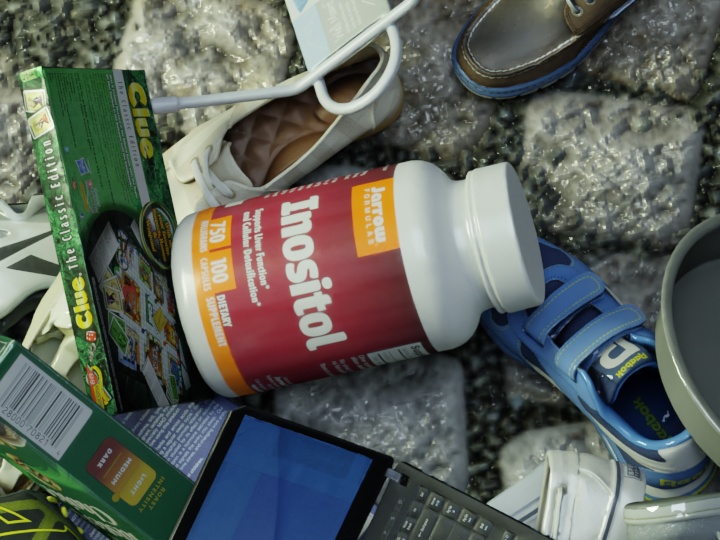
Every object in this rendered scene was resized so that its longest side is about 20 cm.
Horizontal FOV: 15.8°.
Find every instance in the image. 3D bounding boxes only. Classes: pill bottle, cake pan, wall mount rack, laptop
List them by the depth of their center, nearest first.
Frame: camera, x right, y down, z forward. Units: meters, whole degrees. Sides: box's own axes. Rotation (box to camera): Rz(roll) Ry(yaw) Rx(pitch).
[{"bbox_3d":[-0.005,0.193,1.394,0.200,0.103,0.178,27,95,16],"label":"laptop"},{"bbox_3d":[0.253,0.057,1.505,0.200,0.037,0.201,15,51,-20],"label":"cake pan"},{"bbox_3d":[0.000,0.000,1.508,0.200,0.113,0.113,-14,72,11],"label":"pill bottle"},{"bbox_3d":[-0.055,-0.168,1.578,0.174,0.075,0.200,-35,44,18],"label":"wall mount rack"}]

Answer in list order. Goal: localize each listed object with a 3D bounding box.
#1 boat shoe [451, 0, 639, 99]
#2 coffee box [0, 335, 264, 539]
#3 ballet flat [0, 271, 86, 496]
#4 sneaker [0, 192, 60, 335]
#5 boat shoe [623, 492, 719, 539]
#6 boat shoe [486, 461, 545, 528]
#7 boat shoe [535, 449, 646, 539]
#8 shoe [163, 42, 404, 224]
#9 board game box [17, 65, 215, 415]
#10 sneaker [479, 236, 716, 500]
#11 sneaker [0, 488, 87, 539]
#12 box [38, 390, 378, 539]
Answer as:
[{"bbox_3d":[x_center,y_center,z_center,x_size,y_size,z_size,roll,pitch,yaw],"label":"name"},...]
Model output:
[{"bbox_3d":[0.139,-0.184,1.606,0.200,0.072,0.072,-38,76,-11],"label":"boat shoe"},{"bbox_3d":[-0.156,0.099,1.411,0.200,0.123,0.044,42,74,-32],"label":"coffee box"},{"bbox_3d":[-0.170,0.058,1.505,0.069,0.069,0.200,28,76,9],"label":"ballet flat"},{"bbox_3d":[-0.247,0.005,1.550,0.200,0.074,0.089,-4,77,-5],"label":"sneaker"},{"bbox_3d":[0.222,0.163,1.439,0.074,0.202,0.065,-12,68,41],"label":"boat shoe"},{"bbox_3d":[0.059,0.186,1.490,0.200,0.074,0.067,-36,75,-10],"label":"boat shoe"},{"bbox_3d":[0.097,0.196,1.451,0.070,0.071,0.200,17,96,-5],"label":"boat shoe"},{"bbox_3d":[-0.062,-0.077,1.585,0.200,0.053,0.070,-33,75,-9],"label":"shoe"},{"bbox_3d":[-0.139,-0.018,1.491,0.023,0.105,0.200,-15,84,31],"label":"board game box"},{"bbox_3d":[0.139,0.045,1.530,0.074,0.082,0.200,-42,75,-10],"label":"sneaker"},{"bbox_3d":[-0.168,0.163,1.431,0.200,0.074,0.085,18,54,-16],"label":"sneaker"},{"bbox_3d":[-0.095,0.137,1.528,0.200,0.032,0.121,35,76,12],"label":"box"}]
